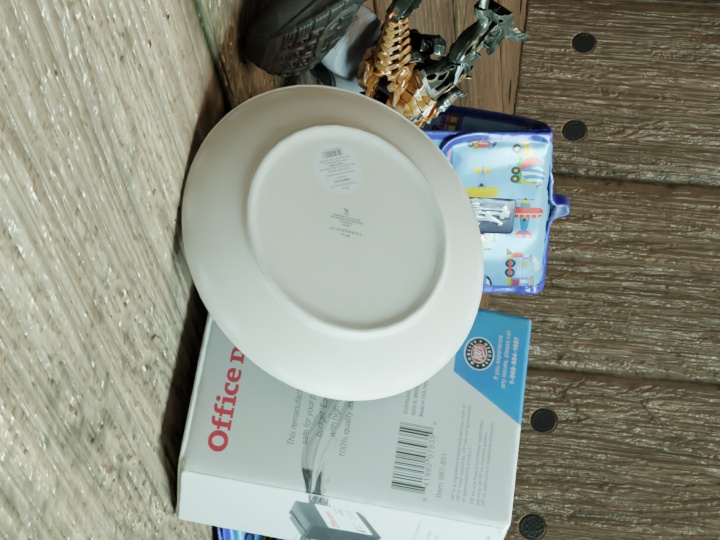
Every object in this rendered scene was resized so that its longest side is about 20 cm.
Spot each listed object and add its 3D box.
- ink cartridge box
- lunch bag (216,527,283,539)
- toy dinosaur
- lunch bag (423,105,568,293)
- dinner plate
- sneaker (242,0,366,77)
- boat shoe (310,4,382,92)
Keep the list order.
[{"bbox_3d":[-0.004,0.091,1.187,0.084,0.198,0.146,104,-3,-60],"label":"ink cartridge box"},{"bbox_3d":[-0.052,0.139,1.352,0.151,0.093,0.202,-75,176,-63],"label":"lunch bag"},{"bbox_3d":[0.044,-0.150,1.400,0.136,0.102,0.200,-52,-171,-3],"label":"toy dinosaur"},{"bbox_3d":[0.078,-0.061,1.638,0.094,0.198,0.152,-70,162,-62],"label":"lunch bag"},{"bbox_3d":[-0.010,-0.022,1.155,0.024,0.198,0.202,-40,-144,57],"label":"dinner plate"},{"bbox_3d":[-0.030,-0.206,1.312,0.200,0.091,0.076,-49,177,-42],"label":"sneaker"},{"bbox_3d":[-0.013,-0.172,1.475,0.069,0.056,0.200,-52,168,-4],"label":"boat shoe"}]
